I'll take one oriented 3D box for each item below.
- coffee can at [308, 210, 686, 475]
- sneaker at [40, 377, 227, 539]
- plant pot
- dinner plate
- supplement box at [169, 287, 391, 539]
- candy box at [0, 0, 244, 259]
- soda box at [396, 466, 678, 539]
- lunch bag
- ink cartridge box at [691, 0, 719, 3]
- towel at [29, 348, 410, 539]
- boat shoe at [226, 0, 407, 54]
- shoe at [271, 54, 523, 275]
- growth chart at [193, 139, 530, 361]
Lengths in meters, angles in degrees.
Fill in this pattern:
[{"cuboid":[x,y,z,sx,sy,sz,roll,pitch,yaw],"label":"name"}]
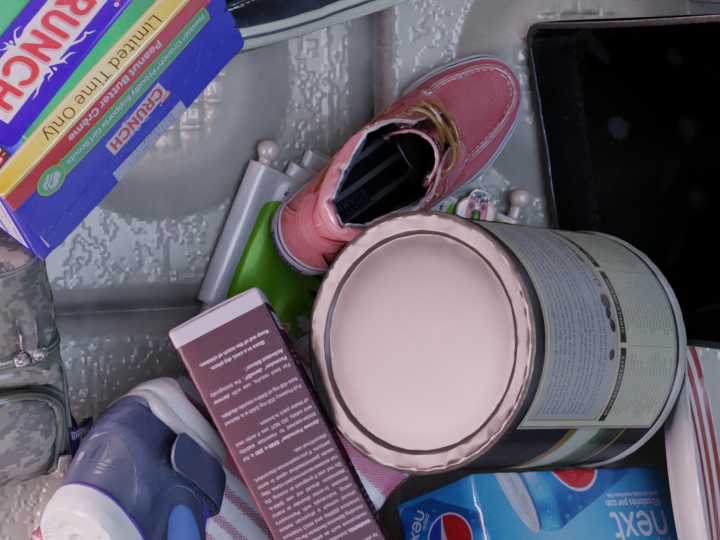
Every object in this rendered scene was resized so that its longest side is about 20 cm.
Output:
[{"cuboid":[0.084,0.044,1.648,0.200,0.146,0.147,5,95,-58],"label":"coffee can"},{"cuboid":[-0.105,0.159,1.643,0.147,0.080,0.200,-56,136,-42],"label":"sneaker"},{"cuboid":[0.242,-0.070,1.751,0.177,0.200,0.200,-14,100,-33],"label":"plant pot"},{"cuboid":[0.211,0.138,1.763,0.024,0.200,0.201,-7,100,12],"label":"dinner plate"},{"cuboid":[-0.037,0.113,1.635,0.061,0.109,0.200,-28,87,-1],"label":"supplement box"},{"cuboid":[-0.193,-0.131,1.563,0.169,0.200,0.077,-48,152,-11],"label":"candy box"},{"cuboid":[0.113,0.161,1.718,0.200,0.064,0.068,3,67,-51],"label":"soda box"},{"cuboid":[-0.261,0.059,1.593,0.199,0.139,0.168,-15,123,-18],"label":"lunch bag"},{"cuboid":[0.302,-0.244,1.770,0.200,0.146,0.085,-28,105,-16],"label":"ink cartridge box"},{"cuboid":[-0.082,0.140,1.699,0.146,0.030,0.200,43,84,0],"label":"towel"},{"cuboid":[-0.043,-0.169,1.686,0.200,0.075,0.062,-21,97,-23],"label":"boat shoe"},{"cuboid":[0.038,-0.071,1.697,0.200,0.091,0.072,-38,94,-26],"label":"shoe"},{"cuboid":[0.000,0.000,1.748,0.199,0.018,0.145,12,92,-21],"label":"growth chart"}]
